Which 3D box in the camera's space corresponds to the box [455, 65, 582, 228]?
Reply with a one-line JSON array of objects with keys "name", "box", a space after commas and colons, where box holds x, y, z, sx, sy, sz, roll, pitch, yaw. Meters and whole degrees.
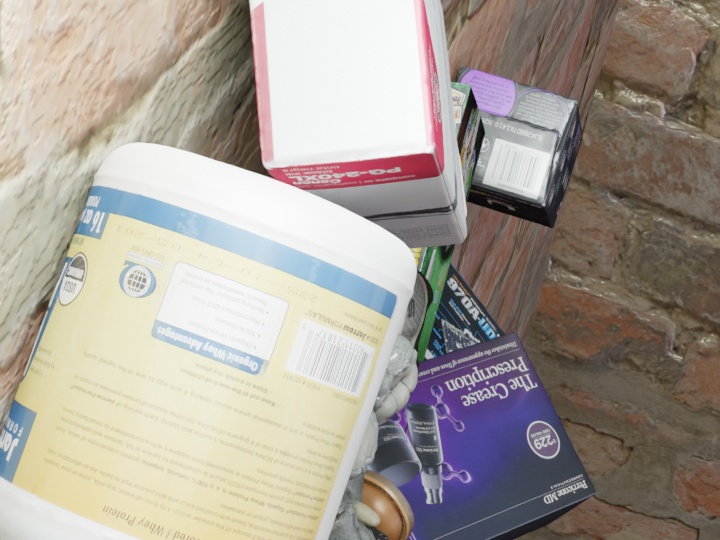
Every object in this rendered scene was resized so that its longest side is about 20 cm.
[{"name": "box", "box": [0.146, -0.116, 1.521, 0.200, 0.121, 0.107, 24, 84, -79]}]

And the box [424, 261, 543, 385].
[{"name": "box", "box": [0.069, 0.085, 1.329, 0.046, 0.201, 0.159, -23, -155, 37]}]

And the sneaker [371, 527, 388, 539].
[{"name": "sneaker", "box": [-0.046, 0.231, 0.909, 0.201, 0.070, 0.090, -59, 179, -46]}]

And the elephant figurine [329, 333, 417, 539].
[{"name": "elephant figurine", "box": [-0.040, 0.085, 0.822, 0.200, 0.140, 0.157, 80, 27, -67]}]

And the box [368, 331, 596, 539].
[{"name": "box", "box": [0.055, 0.143, 1.135, 0.199, 0.142, 0.079, -16, 164, -35]}]

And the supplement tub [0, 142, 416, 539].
[{"name": "supplement tub", "box": [-0.072, 0.063, 0.646, 0.145, 0.143, 0.202, 46, 63, -78]}]

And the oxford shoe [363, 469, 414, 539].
[{"name": "oxford shoe", "box": [-0.039, 0.189, 1.030, 0.199, 0.072, 0.071, -32, -176, 45]}]

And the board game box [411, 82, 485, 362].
[{"name": "board game box", "box": [0.055, -0.029, 1.157, 0.105, 0.023, 0.202, 61, 43, -73]}]

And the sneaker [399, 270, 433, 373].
[{"name": "sneaker", "box": [-0.009, 0.073, 0.975, 0.087, 0.074, 0.201, -21, 143, -53]}]

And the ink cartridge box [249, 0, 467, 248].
[{"name": "ink cartridge box", "box": [0.002, -0.100, 0.787, 0.200, 0.082, 0.147, 56, 28, -77]}]
